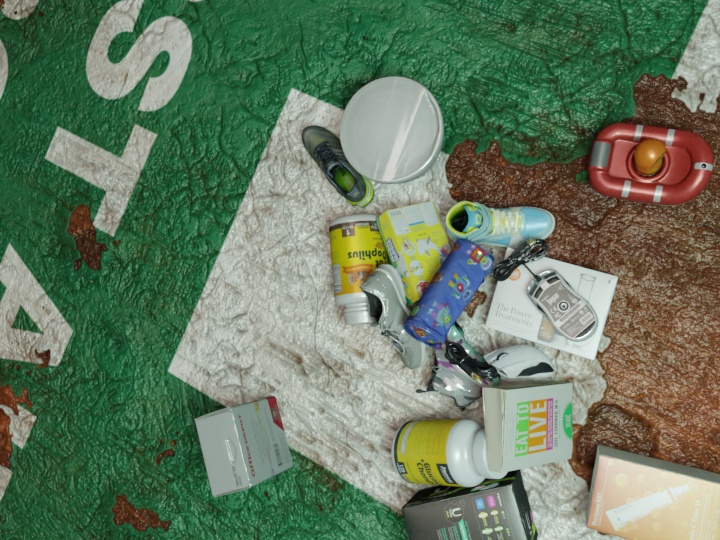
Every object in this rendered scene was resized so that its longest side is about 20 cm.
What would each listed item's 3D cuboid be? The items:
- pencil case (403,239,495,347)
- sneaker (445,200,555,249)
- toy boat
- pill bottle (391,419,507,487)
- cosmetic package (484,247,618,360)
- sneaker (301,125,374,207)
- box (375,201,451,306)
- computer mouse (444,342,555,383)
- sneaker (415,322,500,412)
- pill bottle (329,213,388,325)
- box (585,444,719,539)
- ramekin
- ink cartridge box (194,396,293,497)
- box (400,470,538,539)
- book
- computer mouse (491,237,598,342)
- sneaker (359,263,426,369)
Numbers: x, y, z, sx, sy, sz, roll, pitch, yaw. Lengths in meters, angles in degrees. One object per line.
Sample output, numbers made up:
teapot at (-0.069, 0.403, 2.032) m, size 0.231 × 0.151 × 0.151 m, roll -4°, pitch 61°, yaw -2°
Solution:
pencil case at (0.157, 0.041, 1.234) m, size 0.087 × 0.078 × 0.201 m, roll 41°, pitch 71°, yaw -17°
sneaker at (0.244, -0.083, 1.262) m, size 0.198 × 0.130 × 0.081 m, roll -5°, pitch 82°, yaw 17°
toy boat at (0.487, -0.185, 1.192) m, size 0.198 × 0.131 × 0.132 m, roll 11°, pitch 90°, yaw 18°
pill bottle at (0.158, 0.317, 1.233) m, size 0.199 × 0.111 × 0.113 m, roll -14°, pitch 81°, yaw 45°
cosmetic package at (0.339, 0.058, 1.265) m, size 0.198 × 0.052 × 0.152 m, roll 16°, pitch 88°, yaw 18°
sneaker at (-0.050, -0.213, 1.392) m, size 0.074 × 0.081 × 0.200 m, roll -43°, pitch 75°, yaw 10°
box at (0.116, -0.021, 1.309) m, size 0.048 × 0.116 × 0.202 m, roll -38°, pitch 69°, yaw 56°
computer mouse at (0.252, 0.152, 1.217) m, size 0.109 × 0.198 × 0.044 m, roll 31°, pitch 116°, yaw 57°
sneaker at (0.146, 0.169, 1.303) m, size 0.140 × 0.078 × 0.200 m, roll -42°, pitch 75°, yaw 10°
pill bottle at (0.000, 0.000, 1.345) m, size 0.108 × 0.109 × 0.202 m, roll -7°, pitch 84°, yaw 17°
box at (0.484, 0.380, 1.169) m, size 0.198 × 0.097 × 0.126 m, roll 10°, pitch 89°, yaw 18°
ramekin at (0.068, -0.258, 1.351) m, size 0.200 × 0.094 × 0.205 m, roll -2°, pitch 85°, yaw 18°
ink cartridge box at (-0.217, 0.328, 1.343) m, size 0.082 × 0.200 × 0.147 m, roll -18°, pitch 80°, yaw 15°
box at (0.193, 0.437, 1.231) m, size 0.198 × 0.148 × 0.126 m, roll -18°, pitch 81°, yaw 15°
book at (0.288, 0.261, 1.196) m, size 0.048 × 0.199 × 0.135 m, roll -4°, pitch 85°, yaw 49°
computer mouse at (0.327, 0.042, 1.223) m, size 0.109 × 0.044 × 0.201 m, roll -39°, pitch 69°, yaw 6°
sneaker at (0.051, 0.093, 1.276) m, size 0.074 × 0.082 × 0.202 m, roll -7°, pitch 109°, yaw 58°
